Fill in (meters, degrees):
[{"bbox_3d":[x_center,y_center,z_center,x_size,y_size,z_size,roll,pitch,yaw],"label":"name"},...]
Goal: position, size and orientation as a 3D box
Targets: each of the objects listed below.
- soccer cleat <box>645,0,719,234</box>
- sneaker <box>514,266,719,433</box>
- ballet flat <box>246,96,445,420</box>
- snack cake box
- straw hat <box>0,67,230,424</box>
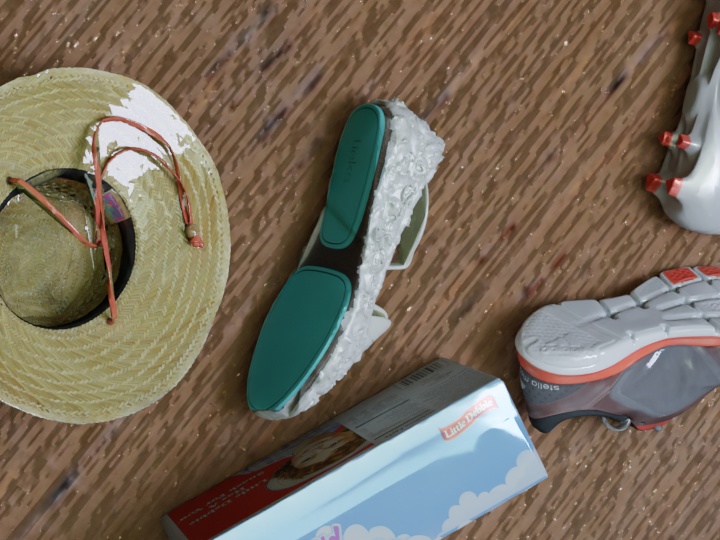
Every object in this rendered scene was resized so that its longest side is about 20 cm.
[{"bbox_3d":[0.237,-0.119,1.223,0.077,0.069,0.201,15,97,-20],"label":"soccer cleat"},{"bbox_3d":[0.185,0.054,1.229,0.199,0.077,0.082,-7,123,-13],"label":"sneaker"},{"bbox_3d":[0.000,0.000,1.169,0.071,0.072,0.201,22,89,-15],"label":"ballet flat"},{"bbox_3d":[-0.006,0.129,1.149,0.199,0.115,0.067,-29,101,-11],"label":"snack cake box"},{"bbox_3d":[-0.172,-0.008,1.109,0.200,0.085,0.202,8,76,-36],"label":"straw hat"}]
